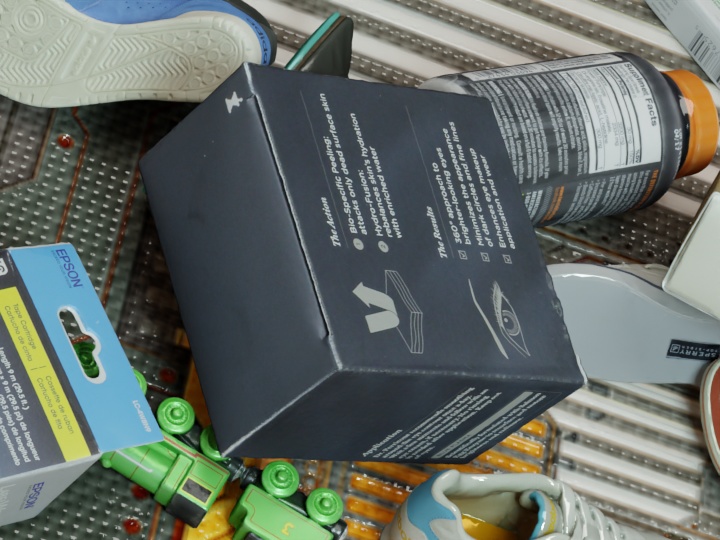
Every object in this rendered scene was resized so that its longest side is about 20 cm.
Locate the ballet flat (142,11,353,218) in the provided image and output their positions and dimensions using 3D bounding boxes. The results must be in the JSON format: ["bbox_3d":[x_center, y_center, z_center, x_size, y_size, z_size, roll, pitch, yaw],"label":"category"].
[{"bbox_3d":[-0.054,-0.080,1.716,0.068,0.068,0.200,45,60,-1],"label":"ballet flat"}]

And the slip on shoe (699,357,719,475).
[{"bbox_3d":[0.273,0.137,1.688,0.074,0.061,0.200,-12,68,-31],"label":"slip on shoe"}]

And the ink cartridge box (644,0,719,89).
[{"bbox_3d":[0.288,-0.221,1.990,0.200,0.047,0.198,-24,66,-38],"label":"ink cartridge box"}]

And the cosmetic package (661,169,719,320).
[{"bbox_3d":[0.257,-0.014,1.729,0.105,0.071,0.200,28,14,4],"label":"cosmetic package"}]

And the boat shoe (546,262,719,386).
[{"bbox_3d":[0.184,0.027,1.747,0.199,0.071,0.070,9,25,-15],"label":"boat shoe"}]

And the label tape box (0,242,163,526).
[{"bbox_3d":[-0.229,0.072,1.512,0.199,0.066,0.144,-12,61,-30],"label":"label tape box"}]

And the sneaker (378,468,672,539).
[{"bbox_3d":[0.115,0.166,1.593,0.199,0.081,0.077,11,50,-19],"label":"sneaker"}]

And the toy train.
[{"bbox_3d":[-0.100,0.110,1.564,0.200,0.042,0.056,31,59,0],"label":"toy train"}]

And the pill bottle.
[{"bbox_3d":[0.134,-0.084,1.772,0.199,0.106,0.106,-9,60,-30],"label":"pill bottle"}]

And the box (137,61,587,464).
[{"bbox_3d":[0.000,0.000,1.598,0.200,0.117,0.197,6,58,-42],"label":"box"}]

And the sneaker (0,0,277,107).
[{"bbox_3d":[-0.150,-0.143,1.714,0.199,0.077,0.111,3,11,10],"label":"sneaker"}]
